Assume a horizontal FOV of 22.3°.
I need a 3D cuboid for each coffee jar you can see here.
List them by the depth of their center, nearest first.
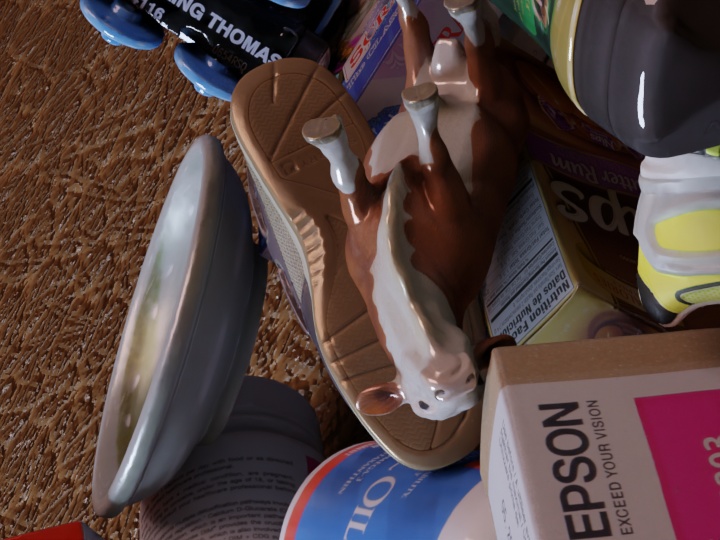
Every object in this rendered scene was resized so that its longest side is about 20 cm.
[{"bbox_3d":[0.085,-0.122,0.631,0.200,0.104,0.085,52,152,43],"label":"coffee jar"}]

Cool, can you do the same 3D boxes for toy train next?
[{"bbox_3d":[-0.098,-0.162,0.927,0.087,0.200,0.114,-56,5,25],"label":"toy train"}]

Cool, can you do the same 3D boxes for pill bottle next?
[{"bbox_3d":[0.058,0.134,0.788,0.200,0.112,0.112,-1,65,57],"label":"pill bottle"},{"bbox_3d":[-0.059,0.157,0.953,0.113,0.113,0.200,-45,33,27],"label":"pill bottle"}]

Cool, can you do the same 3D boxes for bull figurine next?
[{"bbox_3d":[0.027,-0.034,0.732,0.065,0.122,0.200,-5,38,16],"label":"bull figurine"}]

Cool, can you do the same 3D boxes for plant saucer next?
[{"bbox_3d":[-0.087,0.033,0.929,0.200,0.050,0.200,-163,90,-78],"label":"plant saucer"}]

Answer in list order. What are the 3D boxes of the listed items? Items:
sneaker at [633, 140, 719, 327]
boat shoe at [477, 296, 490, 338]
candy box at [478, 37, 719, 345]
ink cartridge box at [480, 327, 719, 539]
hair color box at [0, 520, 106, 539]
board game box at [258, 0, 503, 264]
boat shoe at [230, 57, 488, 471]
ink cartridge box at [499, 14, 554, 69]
[{"bbox_3d":[0.192,0.000,0.639,0.075,0.200,0.076,-51,-25,-71],"label":"sneaker"},{"bbox_3d":[0.047,0.029,0.914,0.086,0.075,0.202,-23,2,5],"label":"boat shoe"},{"bbox_3d":[0.104,-0.017,0.839,0.056,0.117,0.200,-48,32,27],"label":"candy box"},{"bbox_3d":[0.137,0.110,0.623,0.200,0.165,0.075,-100,7,-47],"label":"ink cartridge box"},{"bbox_3d":[-0.138,0.203,0.946,0.061,0.200,0.102,-14,68,3],"label":"hair color box"},{"bbox_3d":[0.011,-0.118,0.938,0.200,0.041,0.200,-57,16,18],"label":"board game box"},{"bbox_3d":[0.000,0.000,0.811,0.072,0.065,0.200,-26,72,-8],"label":"boat shoe"},{"bbox_3d":[0.074,-0.107,0.996,0.200,0.084,0.146,-62,27,3],"label":"ink cartridge box"}]
